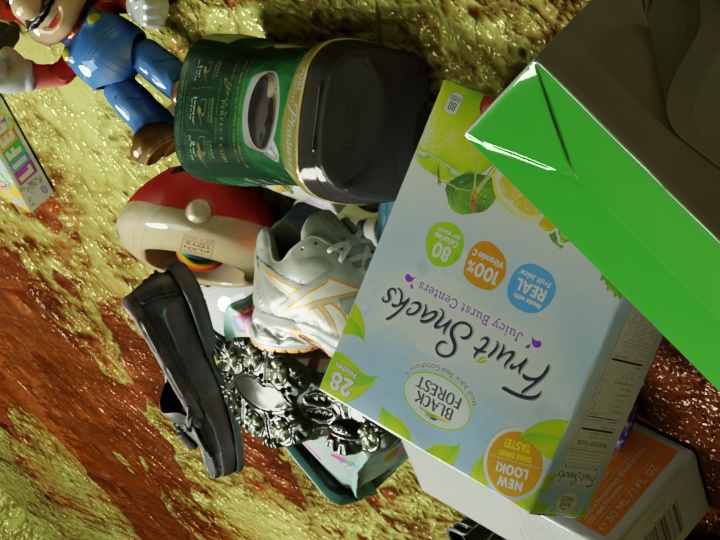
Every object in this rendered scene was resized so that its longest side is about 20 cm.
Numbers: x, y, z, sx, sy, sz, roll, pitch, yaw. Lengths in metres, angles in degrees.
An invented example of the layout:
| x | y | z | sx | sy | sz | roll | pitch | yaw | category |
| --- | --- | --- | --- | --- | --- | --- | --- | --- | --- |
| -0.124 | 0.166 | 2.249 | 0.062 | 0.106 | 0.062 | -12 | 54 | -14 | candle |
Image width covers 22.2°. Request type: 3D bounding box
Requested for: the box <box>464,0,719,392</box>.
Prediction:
| x | y | z | sx | sy | sz | roll | pitch | yaw | category |
| --- | --- | --- | --- | --- | --- | --- | --- | --- | --- |
| 0.179 | -0.057 | 0.775 | 0.200 | 0.176 | 0.097 | 45 | 159 | 0 | box |

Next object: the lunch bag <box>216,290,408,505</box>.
| x | y | z | sx | sy | sz | roll | pitch | yaw | category |
| --- | --- | --- | --- | --- | --- | --- | --- | --- | --- |
| -0.025 | 0.091 | 1.483 | 0.170 | 0.122 | 0.200 | 47 | 160 | 11 | lunch bag |

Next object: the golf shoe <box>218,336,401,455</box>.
| x | y | z | sx | sy | sz | roll | pitch | yaw | category |
| --- | --- | --- | --- | --- | --- | --- | --- | --- | --- |
| -0.022 | 0.089 | 1.335 | 0.199 | 0.088 | 0.078 | 12 | 108 | 44 | golf shoe |

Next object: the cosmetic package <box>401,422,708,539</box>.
| x | y | z | sx | sy | sz | roll | pitch | yaw | category |
| --- | --- | --- | --- | --- | --- | --- | --- | --- | --- |
| 0.136 | 0.143 | 1.315 | 0.200 | 0.101 | 0.071 | 25 | 151 | 40 | cosmetic package |

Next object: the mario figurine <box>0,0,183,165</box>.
| x | y | z | sx | sy | sz | roll | pitch | yaw | category |
| --- | --- | --- | --- | --- | --- | --- | --- | --- | --- |
| -0.208 | -0.168 | 1.359 | 0.200 | 0.123 | 0.106 | 41 | 162 | 12 | mario figurine |

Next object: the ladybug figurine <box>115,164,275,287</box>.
| x | y | z | sx | sy | sz | roll | pitch | yaw | category |
| --- | --- | --- | --- | --- | --- | --- | --- | --- | --- |
| -0.125 | -0.037 | 1.466 | 0.135 | 0.072 | 0.200 | 14 | 169 | -5 | ladybug figurine |

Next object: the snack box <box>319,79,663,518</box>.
| x | y | z | sx | sy | sz | roll | pitch | yaw | category |
| --- | --- | --- | --- | --- | --- | --- | --- | --- | --- |
| 0.087 | 0.015 | 1.043 | 0.168 | 0.201 | 0.068 | 26 | -171 | 38 | snack box |

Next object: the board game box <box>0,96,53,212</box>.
| x | y | z | sx | sy | sz | roll | pitch | yaw | category |
| --- | --- | --- | --- | --- | --- | --- | --- | --- | --- |
| -0.407 | -0.148 | 1.870 | 0.200 | 0.034 | 0.135 | 27 | 152 | 39 | board game box |

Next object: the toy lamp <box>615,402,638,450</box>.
| x | y | z | sx | sy | sz | roll | pitch | yaw | category |
| --- | --- | --- | --- | --- | --- | --- | --- | --- | --- |
| 0.094 | 0.068 | 1.261 | 0.199 | 0.058 | 0.058 | 22 | 156 | 2 | toy lamp |

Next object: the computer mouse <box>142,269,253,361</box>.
| x | y | z | sx | sy | sz | roll | pitch | yaw | category |
| --- | --- | --- | --- | --- | --- | --- | --- | --- | --- |
| -0.134 | 0.035 | 1.689 | 0.110 | 0.044 | 0.200 | 50 | 158 | -10 | computer mouse |

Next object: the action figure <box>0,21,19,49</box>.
| x | y | z | sx | sy | sz | roll | pitch | yaw | category |
| --- | --- | --- | --- | --- | --- | --- | --- | --- | --- |
| -0.393 | -0.248 | 1.624 | 0.200 | 0.069 | 0.130 | 37 | 166 | 31 | action figure |

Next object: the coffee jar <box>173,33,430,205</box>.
| x | y | z | sx | sy | sz | roll | pitch | yaw | category |
| --- | --- | --- | --- | --- | --- | --- | --- | --- | --- |
| -0.039 | -0.100 | 1.193 | 0.200 | 0.085 | 0.105 | 13 | 98 | 54 | coffee jar |

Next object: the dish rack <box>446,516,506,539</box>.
| x | y | z | sx | sy | sz | roll | pitch | yaw | category |
| --- | --- | --- | --- | --- | --- | --- | --- | --- | --- |
| 0.177 | 0.274 | 1.540 | 0.200 | 0.055 | 0.154 | 18 | 146 | 49 | dish rack |

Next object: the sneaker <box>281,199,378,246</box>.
| x | y | z | sx | sy | sz | roll | pitch | yaw | category |
| --- | --- | --- | --- | --- | --- | --- | --- | --- | --- |
| 0.000 | 0.000 | 1.327 | 0.200 | 0.085 | 0.075 | 14 | 143 | 53 | sneaker |

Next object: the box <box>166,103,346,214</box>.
| x | y | z | sx | sy | sz | roll | pitch | yaw | category |
| --- | --- | --- | --- | --- | --- | --- | --- | --- | --- |
| -0.075 | -0.090 | 1.361 | 0.200 | 0.041 | 0.039 | 23 | 150 | 46 | box |

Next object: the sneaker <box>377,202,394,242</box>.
| x | y | z | sx | sy | sz | roll | pitch | yaw | category |
| --- | --- | --- | --- | --- | --- | --- | --- | --- | --- |
| 0.085 | 0.008 | 1.201 | 0.130 | 0.079 | 0.201 | -1 | 120 | 59 | sneaker |

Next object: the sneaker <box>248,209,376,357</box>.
| x | y | z | sx | sy | sz | roll | pitch | yaw | category |
| --- | --- | --- | --- | --- | --- | --- | --- | --- | --- |
| -0.005 | 0.008 | 1.185 | 0.199 | 0.076 | 0.093 | 4 | 105 | 44 | sneaker |

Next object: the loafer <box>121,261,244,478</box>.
| x | y | z | sx | sy | sz | roll | pitch | yaw | category |
| --- | --- | --- | --- | --- | --- | --- | --- | --- | --- |
| -0.144 | 0.087 | 1.475 | 0.072 | 0.063 | 0.201 | 40 | 147 | 52 | loafer |
